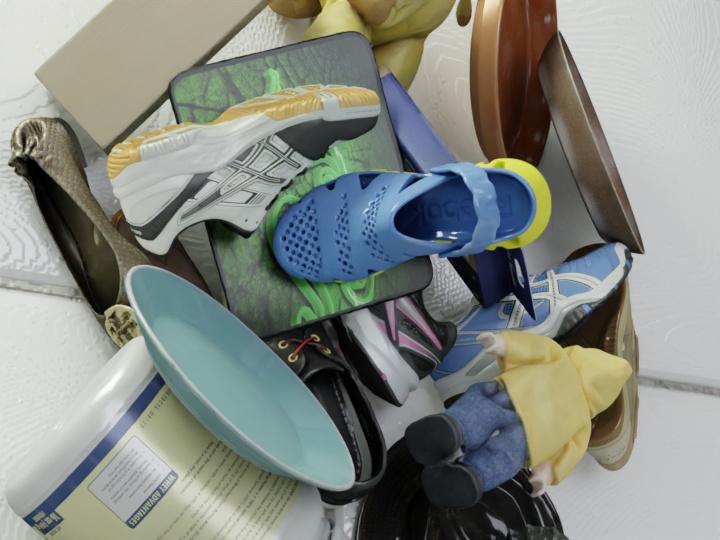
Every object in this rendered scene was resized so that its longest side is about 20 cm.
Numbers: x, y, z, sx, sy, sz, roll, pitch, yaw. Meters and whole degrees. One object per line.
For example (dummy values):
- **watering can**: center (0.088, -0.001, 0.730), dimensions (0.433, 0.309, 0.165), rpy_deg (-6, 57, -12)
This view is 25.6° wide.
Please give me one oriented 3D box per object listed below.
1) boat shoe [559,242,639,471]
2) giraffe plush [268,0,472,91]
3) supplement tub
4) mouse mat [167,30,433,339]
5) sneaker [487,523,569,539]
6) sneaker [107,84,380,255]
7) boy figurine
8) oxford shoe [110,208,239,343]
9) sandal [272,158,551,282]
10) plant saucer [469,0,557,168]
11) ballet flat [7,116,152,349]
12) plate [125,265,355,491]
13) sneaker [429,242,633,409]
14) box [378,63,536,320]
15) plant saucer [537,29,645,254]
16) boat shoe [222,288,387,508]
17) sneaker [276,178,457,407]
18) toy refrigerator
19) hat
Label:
- **boat shoe**: center (0.196, 0.070, 1.317), dimensions (0.065, 0.071, 0.202), rpy_deg (52, 35, -45)
- **giraffe plush**: center (-0.014, -0.236, 1.275), dimensions (0.162, 0.173, 0.200), rpy_deg (39, 80, 19)
- **supplement tub**: center (-0.116, 0.158, 1.041), dimensions (0.200, 0.145, 0.145), rpy_deg (43, 55, -7)
- **mouse mat**: center (-0.042, -0.064, 1.153), dimensions (0.159, 0.008, 0.202), rpy_deg (-16, 92, -18)
- **sneaker**: center (0.074, 0.256, 1.114), dimensions (0.199, 0.067, 0.091), rpy_deg (-34, 104, 8)
- **sneaker**: center (-0.075, -0.071, 1.112), dimensions (0.198, 0.076, 0.089), rpy_deg (-19, 105, -13)
- **boy figurine**: center (0.123, 0.099, 1.174), dimensions (0.199, 0.064, 0.125), rpy_deg (-27, 94, -40)
- **oxford shoe**: center (-0.120, 0.037, 1.134), dimensions (0.071, 0.072, 0.202), rpy_deg (-20, 81, -35)
- **sandal**: center (0.029, -0.037, 1.097), dimensions (0.087, 0.198, 0.080), rpy_deg (-17, 93, -75)
- **plant saucer**: center (0.128, -0.175, 1.326), dimensions (0.032, 0.201, 0.202), rpy_deg (4, 58, 19)
- **ballet flat**: center (-0.195, -0.022, 1.117), dimensions (0.046, 0.067, 0.201), rpy_deg (-12, 70, -52)
- **plate**: center (-0.082, 0.075, 1.024), dimensions (0.200, 0.200, 0.026), rpy_deg (44, 99, -9)
- **sneaker**: center (0.132, 0.029, 1.261), dimensions (0.199, 0.076, 0.077), rpy_deg (-33, 78, -16)
- **box**: center (0.066, -0.053, 1.214), dimensions (0.032, 0.121, 0.201), rpy_deg (-31, 60, -7)
- **plant saucer**: center (0.190, -0.103, 1.332), dimensions (0.200, 0.032, 0.202), rpy_deg (-22, 90, -79)
- **boat shoe**: center (-0.039, 0.075, 1.174), dimensions (0.073, 0.063, 0.203), rpy_deg (-18, 78, -32)
- **sneaker**: center (0.000, 0.000, 1.210), dimensions (0.086, 0.080, 0.201), rpy_deg (-36, 101, -17)
- **toy refrigerator**: center (-0.140, -0.182, 1.169), dimensions (0.200, 0.070, 0.076), rpy_deg (-44, 94, -4)
- **hat**: center (0.099, 0.203, 1.186), dimensions (0.199, 0.081, 0.203), rpy_deg (13, 63, -26)
